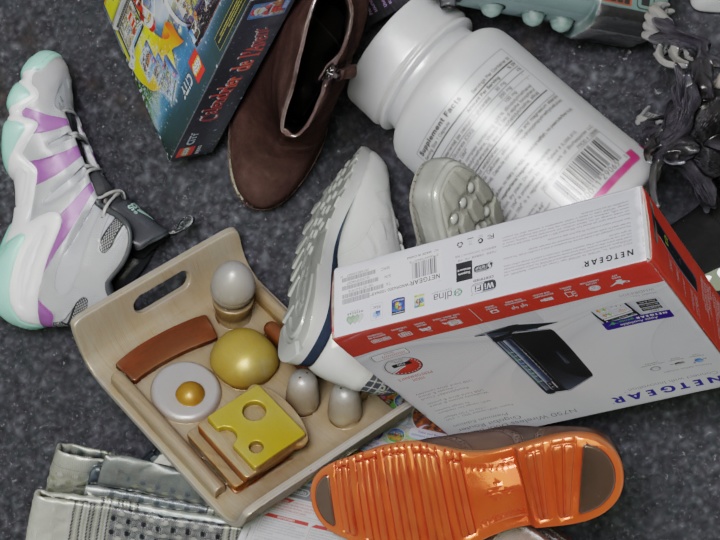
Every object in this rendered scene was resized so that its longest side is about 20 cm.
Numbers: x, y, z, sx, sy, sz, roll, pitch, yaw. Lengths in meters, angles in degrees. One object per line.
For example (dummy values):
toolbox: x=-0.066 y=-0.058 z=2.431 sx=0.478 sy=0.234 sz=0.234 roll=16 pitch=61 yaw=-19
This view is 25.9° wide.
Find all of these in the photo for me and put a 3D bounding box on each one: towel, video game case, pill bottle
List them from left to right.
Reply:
towel: x=-0.138 y=0.226 z=1.066 sx=0.190 sy=0.035 sz=0.202 roll=12 pitch=104 yaw=-4
video game case: x=0.009 y=0.141 z=1.038 sx=0.142 sy=0.018 sz=0.201 roll=11 pitch=48 yaw=13
pill bottle: x=0.094 y=-0.090 z=1.058 sx=0.200 sy=0.113 sz=0.114 roll=42 pitch=93 yaw=12

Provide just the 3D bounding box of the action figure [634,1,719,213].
action figure: x=0.238 y=-0.119 z=1.023 sx=0.199 sy=0.120 sz=0.102 roll=-35 pitch=33 yaw=-19

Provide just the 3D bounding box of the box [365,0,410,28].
box: x=-0.010 y=-0.246 z=1.108 sx=0.199 sy=0.036 sz=0.144 roll=-29 pitch=103 yaw=8

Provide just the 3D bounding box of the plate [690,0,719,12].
plate: x=0.327 y=-0.279 z=1.071 sx=0.197 sy=0.032 sz=0.203 roll=2 pitch=85 yaw=12

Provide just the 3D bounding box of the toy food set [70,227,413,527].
toy food set: x=-0.081 y=0.066 z=1.051 sx=0.143 sy=0.061 sz=0.200 roll=-31 pitch=56 yaw=-27

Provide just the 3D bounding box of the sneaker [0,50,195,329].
sneaker: x=-0.186 y=-0.055 z=1.135 sx=0.138 sy=0.078 sz=0.203 roll=5 pitch=95 yaw=10

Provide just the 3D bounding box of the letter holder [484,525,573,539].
letter holder: x=0.059 y=0.248 z=1.041 sx=0.141 sy=0.101 sz=0.201 roll=33 pitch=92 yaw=14

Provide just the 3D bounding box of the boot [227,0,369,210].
boot: x=-0.049 y=-0.113 z=1.040 sx=0.072 sy=0.167 sz=0.202 roll=20 pitch=110 yaw=-5

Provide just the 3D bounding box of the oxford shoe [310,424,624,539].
oxford shoe: x=0.068 y=0.136 z=0.997 sx=0.197 sy=0.073 sz=0.072 roll=-5 pitch=96 yaw=9

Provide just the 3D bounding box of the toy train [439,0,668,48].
toy train: x=0.125 y=-0.219 z=1.052 sx=0.198 sy=0.085 sz=0.115 roll=8 pitch=82 yaw=-20

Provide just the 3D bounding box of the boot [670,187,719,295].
boot: x=0.257 y=0.039 z=1.033 sx=0.149 sy=0.073 sz=0.202 roll=-27 pitch=76 yaw=6

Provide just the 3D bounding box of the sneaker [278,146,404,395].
sneaker: x=0.000 y=0.000 z=1.062 sx=0.080 sy=0.077 sz=0.201 roll=23 pitch=47 yaw=-12

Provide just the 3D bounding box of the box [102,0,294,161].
box: x=-0.114 y=-0.185 z=1.068 sx=0.037 sy=0.200 sz=0.138 roll=-16 pitch=71 yaw=-29

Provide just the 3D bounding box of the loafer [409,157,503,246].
loafer: x=0.060 y=-0.003 z=1.019 sx=0.069 sy=0.201 sz=0.070 roll=17 pitch=60 yaw=28

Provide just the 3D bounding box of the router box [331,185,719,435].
router box: x=0.110 y=0.034 z=0.951 sx=0.198 sy=0.179 sz=0.049 roll=-15 pitch=58 yaw=25

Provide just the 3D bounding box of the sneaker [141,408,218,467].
sneaker: x=-0.128 y=0.167 z=1.109 sx=0.200 sy=0.078 sz=0.086 roll=-44 pitch=96 yaw=7
